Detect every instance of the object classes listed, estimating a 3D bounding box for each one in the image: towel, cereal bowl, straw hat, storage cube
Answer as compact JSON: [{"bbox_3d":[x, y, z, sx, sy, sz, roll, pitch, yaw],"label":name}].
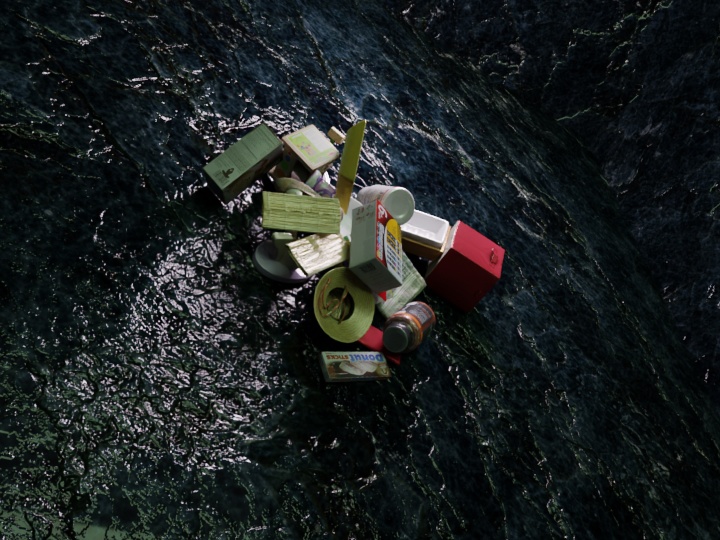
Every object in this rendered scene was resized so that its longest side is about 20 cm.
[{"bbox_3d":[0.083,0.020,1.823,0.193,0.035,0.200,51,53,-5],"label":"towel"},{"bbox_3d":[-0.047,-0.122,1.854,0.199,0.083,0.201,27,40,-24],"label":"cereal bowl"},{"bbox_3d":[-0.064,0.085,1.619,0.200,0.085,0.203,6,82,-42],"label":"straw hat"},{"bbox_3d":[0.322,-0.010,2.015,0.179,0.200,0.171,32,38,-5],"label":"storage cube"}]

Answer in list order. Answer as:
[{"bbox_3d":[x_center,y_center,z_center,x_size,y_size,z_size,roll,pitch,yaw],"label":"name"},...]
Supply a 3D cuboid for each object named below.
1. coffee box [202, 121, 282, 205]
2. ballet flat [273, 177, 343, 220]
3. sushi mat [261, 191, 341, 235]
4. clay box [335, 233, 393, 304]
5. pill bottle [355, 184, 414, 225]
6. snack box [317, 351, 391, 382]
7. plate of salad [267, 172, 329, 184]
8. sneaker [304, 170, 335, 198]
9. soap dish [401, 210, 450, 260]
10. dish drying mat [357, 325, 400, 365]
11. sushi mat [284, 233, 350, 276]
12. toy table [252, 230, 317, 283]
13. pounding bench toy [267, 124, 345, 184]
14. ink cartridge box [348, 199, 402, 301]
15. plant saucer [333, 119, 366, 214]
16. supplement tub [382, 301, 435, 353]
[{"bbox_3d":[-0.298,-0.274,1.650,0.200,0.114,0.080,-41,85,-15],"label":"coffee box"},{"bbox_3d":[-0.136,-0.174,1.638,0.199,0.068,0.067,24,35,-2],"label":"ballet flat"},{"bbox_3d":[-0.146,-0.141,1.588,0.199,0.012,0.096,4,71,-14],"label":"sushi mat"},{"bbox_3d":[0.000,0.000,1.735,0.114,0.048,0.201,-20,88,-30],"label":"clay box"},{"bbox_3d":[0.069,-0.201,1.941,0.113,0.114,0.200,21,0,-28],"label":"pill bottle"},{"bbox_3d":[-0.013,0.237,1.588,0.199,0.024,0.072,6,50,-40],"label":"snack box"},{"bbox_3d":[-0.186,-0.278,1.893,0.199,0.048,0.201,15,51,-20],"label":"plate of salad"},{"bbox_3d":[-0.125,-0.172,1.727,0.088,0.200,0.081,32,47,-1],"label":"sneaker"},{"bbox_3d":[0.174,-0.117,2.019,0.199,0.082,0.158,19,37,4],"label":"soap dish"},{"bbox_3d":[0.024,0.176,1.691,0.199,0.018,0.077,33,37,-17],"label":"dish drying mat"},{"bbox_3d":[-0.096,-0.049,1.586,0.096,0.012,0.200,54,38,8],"label":"sushi mat"},{"bbox_3d":[-0.168,-0.054,1.645,0.199,0.117,0.184,-16,66,-49],"label":"toy table"},{"bbox_3d":[-0.137,-0.305,1.802,0.124,0.156,0.200,46,48,9],"label":"pounding bench toy"},{"bbox_3d":[0.054,-0.050,1.671,0.176,0.083,0.201,44,36,-41],"label":"ink cartridge box"},{"bbox_3d":[-0.034,-0.286,1.771,0.048,0.200,0.201,11,68,-3],"label":"plant saucer"},{"bbox_3d":[0.125,0.154,1.706,0.107,0.107,0.200,49,24,7],"label":"supplement tub"}]
